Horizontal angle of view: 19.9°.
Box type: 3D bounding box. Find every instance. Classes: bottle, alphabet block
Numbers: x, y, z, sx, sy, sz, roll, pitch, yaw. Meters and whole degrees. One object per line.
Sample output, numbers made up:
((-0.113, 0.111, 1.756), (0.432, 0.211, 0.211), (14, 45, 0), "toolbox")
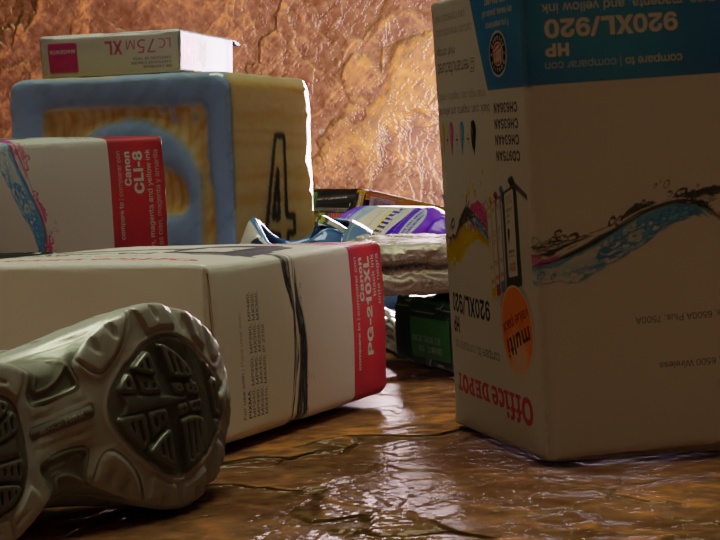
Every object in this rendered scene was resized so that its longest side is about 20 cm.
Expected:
((0.047, -0.017, 1.795), (0.200, 0.065, 0.084), (4, 45, 53), "bottle")
((-0.157, -0.061, 1.688), (0.195, 0.197, 0.200), (1, 4, 16), "alphabet block")

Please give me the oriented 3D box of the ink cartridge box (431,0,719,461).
((0.121, -0.027, 0.904), (0.144, 0.200, 0.147), (-5, 4, -13), "ink cartridge box")

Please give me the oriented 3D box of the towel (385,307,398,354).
((0.107, 0.035, 1.360), (0.200, 0.024, 0.147), (-2, 4, -8), "towel")

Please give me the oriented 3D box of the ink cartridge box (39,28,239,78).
((-0.182, -0.180, 1.740), (0.119, 0.042, 0.200), (-2, 6, 11), "ink cartridge box")

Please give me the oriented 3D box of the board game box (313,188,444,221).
((0.034, -0.037, 2.025), (0.200, 0.057, 0.165), (11, -6, -34), "board game box")

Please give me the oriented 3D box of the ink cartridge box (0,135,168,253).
((-0.247, -0.013, 1.331), (0.200, 0.145, 0.145), (-6, 6, -40), "ink cartridge box")

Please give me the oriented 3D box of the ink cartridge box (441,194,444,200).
((0.192, -0.045, 1.803), (0.200, 0.057, 0.163), (3, -29, 25), "ink cartridge box")

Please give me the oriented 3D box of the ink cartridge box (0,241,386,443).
((-0.091, 0.031, 1.000), (0.145, 0.084, 0.200), (-1, 3, 23), "ink cartridge box")

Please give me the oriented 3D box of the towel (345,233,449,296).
((0.087, -0.004, 1.216), (0.200, 0.035, 0.133), (-2, 5, -2), "towel")

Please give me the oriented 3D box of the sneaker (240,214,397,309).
((0.000, 0.000, 1.519), (0.200, 0.082, 0.074), (0, 2, 1), "sneaker")

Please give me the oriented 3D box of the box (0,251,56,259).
((-0.275, 0.033, 1.136), (0.200, 0.079, 0.141), (-2, 6, 0), "box")

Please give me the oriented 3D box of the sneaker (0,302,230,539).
((-0.128, 0.055, 0.738), (0.099, 0.078, 0.200), (-4, 1, 35), "sneaker")

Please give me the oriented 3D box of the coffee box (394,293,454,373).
((0.133, 0.032, 1.222), (0.200, 0.044, 0.123), (-3, 3, -15), "coffee box")
